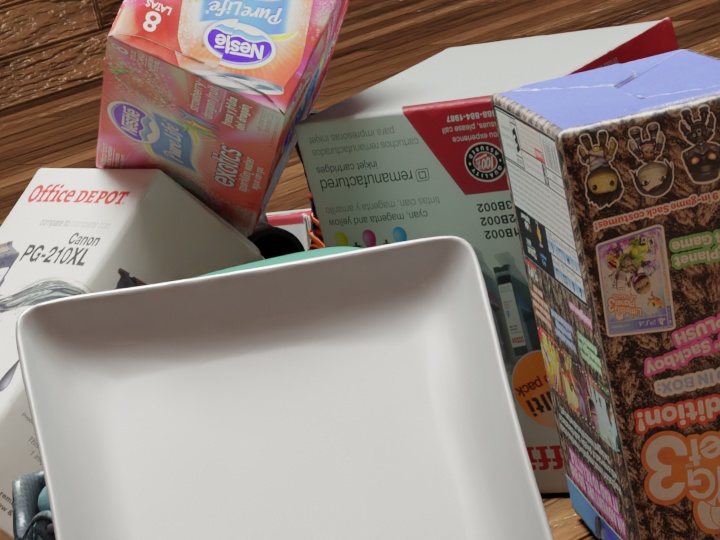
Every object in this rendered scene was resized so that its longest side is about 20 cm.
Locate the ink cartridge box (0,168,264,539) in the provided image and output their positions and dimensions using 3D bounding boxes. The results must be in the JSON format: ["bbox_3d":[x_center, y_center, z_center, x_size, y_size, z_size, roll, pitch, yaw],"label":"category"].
[{"bbox_3d":[-0.160,0.047,1.491,0.144,0.084,0.201,3,57,57],"label":"ink cartridge box"}]

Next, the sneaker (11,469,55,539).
[{"bbox_3d":[-0.112,0.129,1.243,0.079,0.096,0.200,-18,12,-24],"label":"sneaker"}]

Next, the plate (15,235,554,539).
[{"bbox_3d":[-0.029,0.090,1.172,0.198,0.201,0.032,-10,-29,-8],"label":"plate"}]

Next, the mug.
[{"bbox_3d":[-0.015,0.062,1.309,0.114,0.153,0.185,-13,17,-7],"label":"mug"}]

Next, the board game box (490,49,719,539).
[{"bbox_3d":[0.133,0.018,1.235,0.096,0.201,0.159,-13,11,-5],"label":"board game box"}]

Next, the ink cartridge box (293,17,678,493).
[{"bbox_3d":[0.084,-0.004,1.418,0.145,0.201,0.144,-5,16,37],"label":"ink cartridge box"}]

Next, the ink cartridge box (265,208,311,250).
[{"bbox_3d":[-0.027,0.003,1.744,0.145,0.083,0.200,-6,2,35],"label":"ink cartridge box"}]

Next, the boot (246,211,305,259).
[{"bbox_3d":[-0.113,0.041,1.579,0.201,0.070,0.132,-56,20,9],"label":"boot"}]

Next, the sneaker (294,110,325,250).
[{"bbox_3d":[0.000,0.000,1.582,0.078,0.201,0.075,-34,37,-19],"label":"sneaker"}]

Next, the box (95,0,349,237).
[{"bbox_3d":[-0.069,-0.104,1.429,0.094,0.103,0.200,24,-17,0],"label":"box"}]
